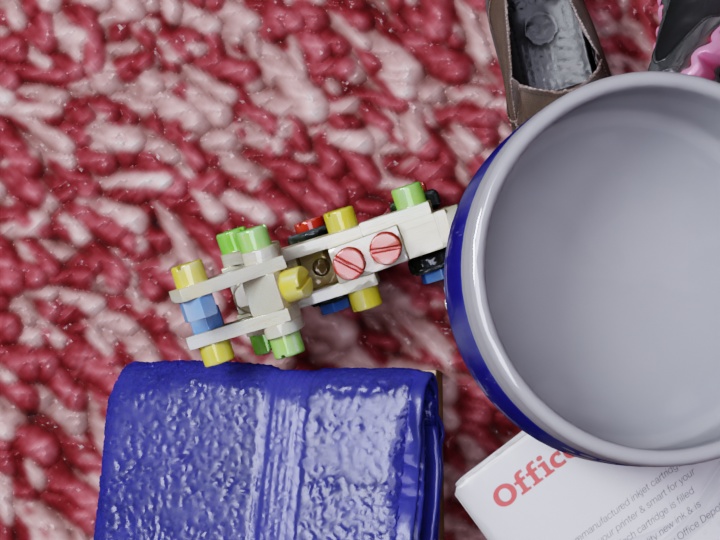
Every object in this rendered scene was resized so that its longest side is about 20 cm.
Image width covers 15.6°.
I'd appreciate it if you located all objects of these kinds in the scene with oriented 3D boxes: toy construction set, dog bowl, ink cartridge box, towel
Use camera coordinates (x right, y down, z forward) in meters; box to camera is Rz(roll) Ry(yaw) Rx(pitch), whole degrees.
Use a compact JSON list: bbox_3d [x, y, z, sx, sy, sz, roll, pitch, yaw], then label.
[{"bbox_3d":[0.000,0.000,1.446,0.199,0.131,0.092,-3,94,5],"label":"toy construction set"},{"bbox_3d":[0.146,0.002,1.358,0.199,0.079,0.201,1,85,-10],"label":"dog bowl"},{"bbox_3d":[0.167,0.156,1.435,0.146,0.084,0.200,-36,81,2],"label":"ink cartridge box"},{"bbox_3d":[-0.050,0.125,1.453,0.199,0.050,0.148,2,79,23],"label":"towel"}]

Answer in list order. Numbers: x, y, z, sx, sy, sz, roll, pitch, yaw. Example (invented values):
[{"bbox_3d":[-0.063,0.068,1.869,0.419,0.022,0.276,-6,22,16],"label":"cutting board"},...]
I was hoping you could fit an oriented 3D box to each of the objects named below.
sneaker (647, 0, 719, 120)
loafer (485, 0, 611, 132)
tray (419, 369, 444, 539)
[{"bbox_3d":[0.195,-0.147,1.464,0.095,0.079,0.200,26,81,40],"label":"sneaker"},{"bbox_3d":[0.112,-0.086,1.470,0.073,0.071,0.200,-21,83,5],"label":"loafer"},{"bbox_3d":[-0.003,0.157,1.483,0.098,0.037,0.201,-1,84,7],"label":"tray"}]
